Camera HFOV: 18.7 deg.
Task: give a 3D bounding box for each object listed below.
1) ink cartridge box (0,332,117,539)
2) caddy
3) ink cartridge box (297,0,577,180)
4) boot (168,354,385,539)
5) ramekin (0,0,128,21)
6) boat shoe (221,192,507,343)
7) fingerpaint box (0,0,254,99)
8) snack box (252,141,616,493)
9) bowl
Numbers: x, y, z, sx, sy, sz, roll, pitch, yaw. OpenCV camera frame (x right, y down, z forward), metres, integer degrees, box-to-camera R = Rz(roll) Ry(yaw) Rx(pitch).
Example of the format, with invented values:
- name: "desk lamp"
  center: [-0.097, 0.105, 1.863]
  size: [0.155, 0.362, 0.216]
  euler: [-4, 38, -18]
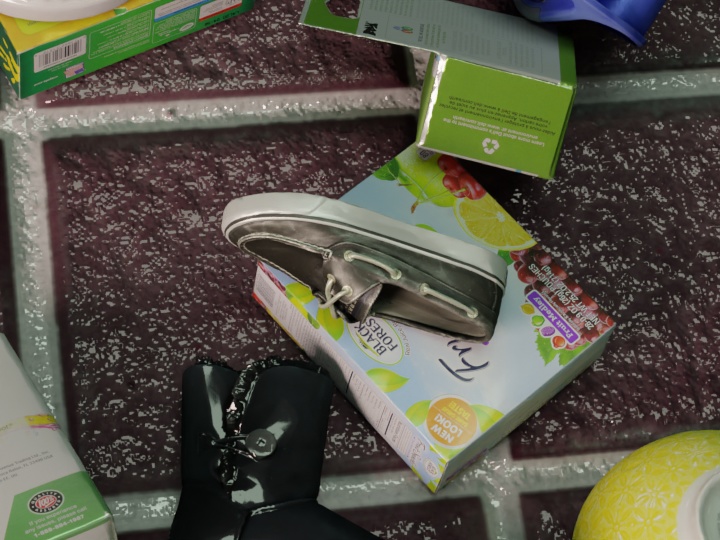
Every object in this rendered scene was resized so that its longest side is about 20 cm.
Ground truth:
- name: "ink cartridge box"
  center: [-0.256, 0.146, 1.396]
  size: [0.145, 0.088, 0.200]
  euler: [-22, 45, -18]
- name: "caddy"
  center: [0.154, -0.231, 1.625]
  size: [0.141, 0.200, 0.105]
  euler: [33, 97, -23]
- name: "ink cartridge box"
  center: [0.052, -0.145, 1.589]
  size: [0.200, 0.076, 0.148]
  euler: [12, 22, -1]
- name: "boot"
  center: [-0.032, 0.143, 1.472]
  size: [0.200, 0.076, 0.168]
  euler: [7, 67, 2]
- name: "ramekin"
  center: [-0.223, -0.290, 1.564]
  size: [0.200, 0.105, 0.201]
  euler: [3, 63, -7]
- name: "boat shoe"
  center: [0.000, 0.000, 1.478]
  size: [0.200, 0.071, 0.064]
  euler: [14, 63, -1]
- name: "fingerpaint box"
  center: [-0.202, -0.243, 1.644]
  size: [0.200, 0.073, 0.167]
  euler: [-24, 70, -19]
- name: "snack box"
  center: [0.050, 0.028, 1.547]
  size: [0.169, 0.068, 0.200]
  euler: [-36, 72, -22]
- name: "bowl"
  center: [0.250, 0.187, 1.473]
  size: [0.200, 0.108, 0.201]
  euler: [3, 64, -6]
